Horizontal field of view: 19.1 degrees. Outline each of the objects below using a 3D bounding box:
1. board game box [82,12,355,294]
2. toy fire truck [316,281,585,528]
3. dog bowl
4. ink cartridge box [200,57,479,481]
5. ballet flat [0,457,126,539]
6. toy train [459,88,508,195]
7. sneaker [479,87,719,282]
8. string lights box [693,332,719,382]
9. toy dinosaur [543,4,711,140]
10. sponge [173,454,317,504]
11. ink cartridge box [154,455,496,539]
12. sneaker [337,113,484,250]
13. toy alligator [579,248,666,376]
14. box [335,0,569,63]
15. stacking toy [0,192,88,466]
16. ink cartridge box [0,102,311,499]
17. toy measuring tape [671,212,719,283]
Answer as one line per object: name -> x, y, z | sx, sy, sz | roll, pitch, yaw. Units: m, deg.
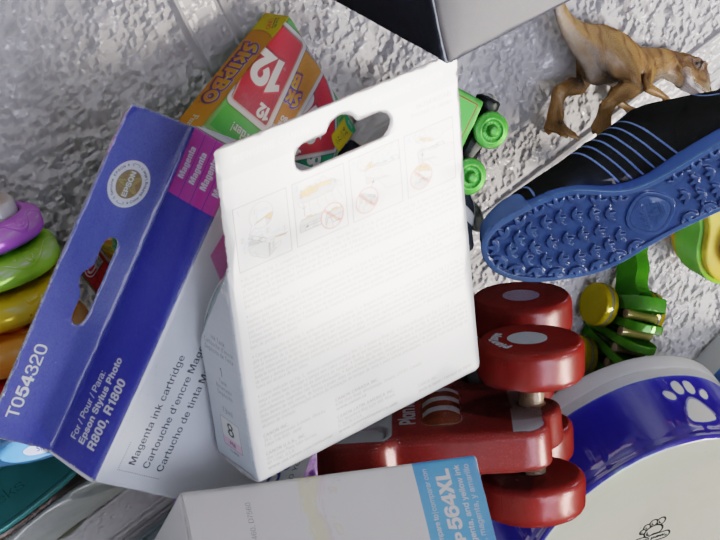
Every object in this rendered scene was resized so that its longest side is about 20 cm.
board game box -> -0.083, -0.047, 1.251 | 0.200, 0.030, 0.096 | -52, 132, -23
toy fire truck -> 0.054, 0.082, 1.345 | 0.166, 0.200, 0.113 | -2, 107, 1
dog bowl -> 0.183, 0.157, 1.490 | 0.199, 0.079, 0.201 | -19, 140, -16
ink cartridge box -> -0.014, -0.006, 1.157 | 0.162, 0.057, 0.202 | -25, 120, -29
ballet flat -> -0.157, 0.114, 1.295 | 0.199, 0.069, 0.070 | -34, 127, -12
toy train -> 0.024, -0.019, 1.269 | 0.056, 0.042, 0.201 | 25, 92, -25
sneaker -> 0.165, -0.057, 1.360 | 0.198, 0.078, 0.071 | -19, 124, 1
string lights box -> 0.327, 0.128, 1.538 | 0.059, 0.200, 0.103 | -45, 129, -8
toy dinosaur -> 0.154, -0.138, 1.398 | 0.199, 0.060, 0.107 | 20, 87, -49
sponge -> -0.029, 0.158, 1.417 | 0.199, 0.030, 0.113 | -15, 120, -28
ink cartridge box -> -0.031, 0.192, 1.192 | 0.198, 0.126, 0.129 | -4, 156, -19
sneaker -> 0.000, 0.000, 1.330 | 0.199, 0.079, 0.130 | -48, 121, -20
toy alligator -> 0.174, 0.075, 1.502 | 0.059, 0.054, 0.202 | 11, 105, -37
box -> 0.062, -0.230, 1.189 | 0.199, 0.198, 0.124 | -28, 124, -20
stacking toy -> -0.204, -0.002, 1.190 | 0.115, 0.110, 0.202 | -21, 111, -23
ink cartridge box -> -0.082, 0.030, 1.176 | 0.199, 0.043, 0.198 | 17, 100, -45
toy measuring tape -> 0.224, -0.029, 1.480 | 0.199, 0.073, 0.074 | 5, 108, -36
